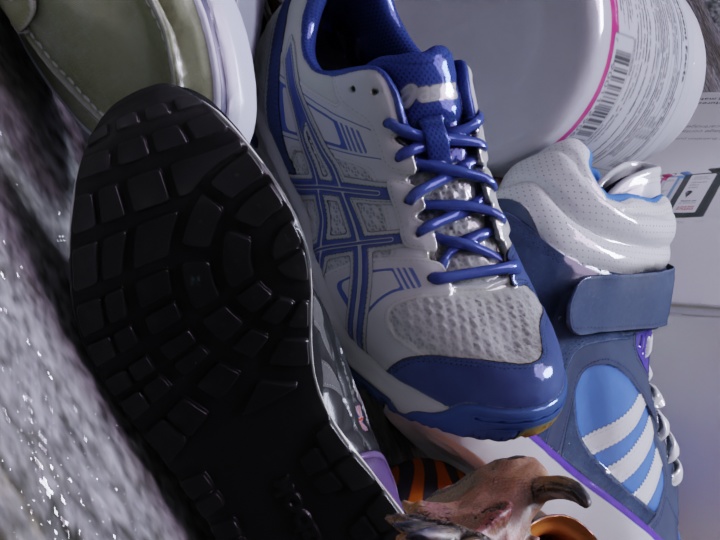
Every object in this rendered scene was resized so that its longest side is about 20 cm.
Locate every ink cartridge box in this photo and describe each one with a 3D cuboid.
[{"bbox_3d":[0.153,0.027,1.158,0.200,0.144,0.148,-53,138,-51],"label":"ink cartridge box"}]

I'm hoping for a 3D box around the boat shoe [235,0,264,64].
[{"bbox_3d":[-0.072,-0.105,0.909,0.071,0.070,0.201,78,18,-71],"label":"boat shoe"}]

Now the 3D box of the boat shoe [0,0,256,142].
[{"bbox_3d":[-0.105,-0.113,0.826,0.200,0.072,0.062,58,27,8],"label":"boat shoe"}]

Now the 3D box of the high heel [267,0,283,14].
[{"bbox_3d":[-0.003,-0.120,1.092,0.143,0.071,0.200,56,-7,-19],"label":"high heel"}]

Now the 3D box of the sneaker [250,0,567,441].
[{"bbox_3d":[0.013,-0.030,0.893,0.075,0.088,0.200,-8,47,-33],"label":"sneaker"}]

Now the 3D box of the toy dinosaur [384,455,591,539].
[{"bbox_3d":[0.015,0.143,0.684,0.086,0.135,0.201,42,28,-59],"label":"toy dinosaur"}]

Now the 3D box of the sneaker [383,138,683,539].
[{"bbox_3d":[0.100,0.034,1.005,0.080,0.147,0.200,20,-15,42],"label":"sneaker"}]

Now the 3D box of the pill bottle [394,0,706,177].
[{"bbox_3d":[0.074,-0.093,1.060,0.114,0.113,0.200,68,19,9],"label":"pill bottle"}]

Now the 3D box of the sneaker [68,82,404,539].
[{"bbox_3d":[-0.040,0.029,0.832,0.088,0.076,0.201,-102,172,-71],"label":"sneaker"}]

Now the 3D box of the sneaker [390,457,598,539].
[{"bbox_3d":[0.050,0.112,0.873,0.077,0.112,0.200,10,35,-18],"label":"sneaker"}]

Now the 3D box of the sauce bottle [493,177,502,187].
[{"bbox_3d":[0.027,-0.033,1.133,0.200,0.065,0.065,39,30,-51],"label":"sauce bottle"}]
